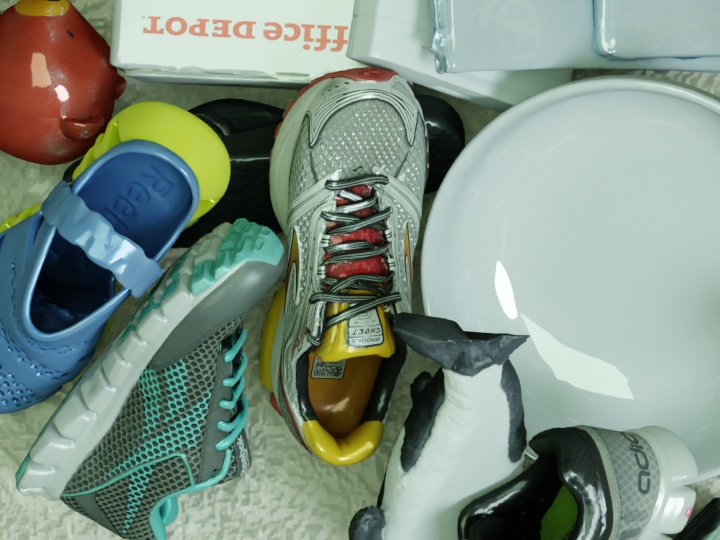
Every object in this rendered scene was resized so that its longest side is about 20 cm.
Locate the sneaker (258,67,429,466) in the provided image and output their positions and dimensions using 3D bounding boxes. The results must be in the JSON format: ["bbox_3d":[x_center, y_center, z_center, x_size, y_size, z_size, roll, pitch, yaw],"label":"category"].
[{"bbox_3d":[0.000,0.000,1.180,0.077,0.082,0.201,-4,118,-14],"label":"sneaker"}]

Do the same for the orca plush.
[{"bbox_3d":[0.029,0.076,1.183,0.105,0.201,0.071,-24,53,-8],"label":"orca plush"}]

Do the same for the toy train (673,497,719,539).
[{"bbox_3d":[0.156,0.205,1.205,0.114,0.085,0.200,44,95,17],"label":"toy train"}]

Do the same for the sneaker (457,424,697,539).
[{"bbox_3d":[0.072,0.151,1.170,0.087,0.074,0.201,20,108,-36],"label":"sneaker"}]

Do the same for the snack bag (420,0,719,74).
[{"bbox_3d":[0.107,-0.188,1.185,0.199,0.021,0.190,-4,90,-35],"label":"snack bag"}]

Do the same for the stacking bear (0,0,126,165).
[{"bbox_3d":[-0.215,-0.102,1.222,0.198,0.122,0.115,10,108,4],"label":"stacking bear"}]

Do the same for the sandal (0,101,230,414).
[{"bbox_3d":[-0.142,0.005,1.193,0.079,0.087,0.200,35,128,-7],"label":"sandal"}]

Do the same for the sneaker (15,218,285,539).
[{"bbox_3d":[-0.081,0.058,1.208,0.091,0.078,0.200,37,125,-6],"label":"sneaker"}]

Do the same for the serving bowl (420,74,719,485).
[{"bbox_3d":[0.131,-0.001,1.201,0.198,0.066,0.202,5,109,15],"label":"serving bowl"}]

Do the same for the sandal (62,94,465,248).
[{"bbox_3d":[-0.047,-0.055,1.236,0.199,0.076,0.048,-9,51,4],"label":"sandal"}]

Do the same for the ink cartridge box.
[{"bbox_3d":[-0.040,-0.188,1.222,0.144,0.084,0.202,3,89,3],"label":"ink cartridge box"}]

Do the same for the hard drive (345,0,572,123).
[{"bbox_3d":[0.062,-0.182,1.193,0.027,0.131,0.202,3,81,48],"label":"hard drive"}]
